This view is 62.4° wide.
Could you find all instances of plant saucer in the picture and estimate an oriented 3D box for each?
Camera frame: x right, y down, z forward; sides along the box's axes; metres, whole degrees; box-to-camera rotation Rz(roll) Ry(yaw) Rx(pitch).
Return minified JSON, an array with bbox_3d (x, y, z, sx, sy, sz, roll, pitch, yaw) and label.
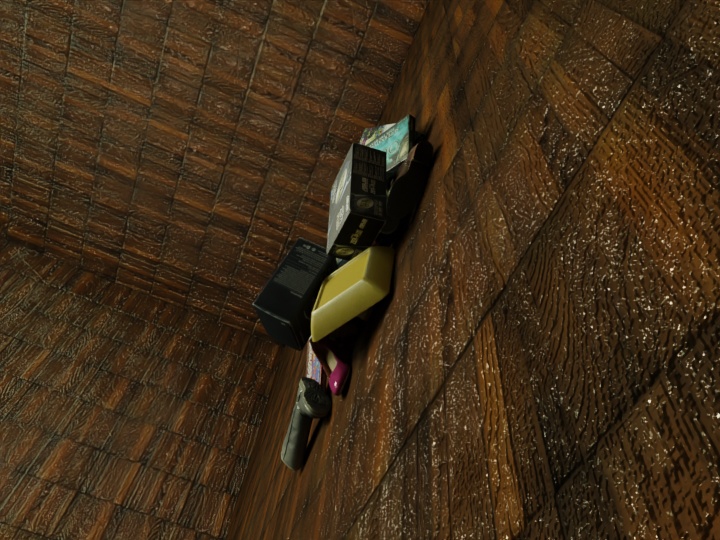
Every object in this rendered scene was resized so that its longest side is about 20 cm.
[{"bbox_3d":[-0.024,0.034,1.240,0.199,0.049,0.201,-34,19,23],"label":"plant saucer"}]

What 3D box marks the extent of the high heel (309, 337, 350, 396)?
[{"bbox_3d":[-0.076,0.209,1.305,0.200,0.095,0.068,-100,33,-77],"label":"high heel"}]

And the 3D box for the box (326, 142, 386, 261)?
[{"bbox_3d":[-0.009,-0.149,1.322,0.164,0.085,0.202,124,154,-52],"label":"box"}]

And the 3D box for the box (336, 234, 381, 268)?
[{"bbox_3d":[0.006,-0.076,1.491,0.137,0.038,0.200,-46,9,27],"label":"box"}]

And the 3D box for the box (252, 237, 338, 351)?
[{"bbox_3d":[-0.139,0.056,1.367,0.201,0.103,0.149,-57,-21,-26],"label":"box"}]

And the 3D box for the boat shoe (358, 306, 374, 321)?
[{"bbox_3d":[0.005,0.033,1.339,0.201,0.062,0.074,-83,16,-62],"label":"boat shoe"}]

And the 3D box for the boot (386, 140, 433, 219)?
[{"bbox_3d":[0.090,-0.177,1.311,0.188,0.064,0.200,-62,7,-12],"label":"boot"}]

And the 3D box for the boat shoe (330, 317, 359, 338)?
[{"bbox_3d":[-0.039,0.117,1.426,0.200,0.067,0.073,-101,15,-73],"label":"boat shoe"}]

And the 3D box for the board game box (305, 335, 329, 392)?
[{"bbox_3d":[-0.106,0.208,1.463,0.103,0.019,0.203,-149,60,-62],"label":"board game box"}]

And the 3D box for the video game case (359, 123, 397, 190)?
[{"bbox_3d":[0.037,-0.289,1.584,0.180,0.036,0.203,10,78,56],"label":"video game case"}]

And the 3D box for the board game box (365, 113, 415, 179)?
[{"bbox_3d":[0.060,-0.286,1.492,0.199,0.028,0.137,-28,49,43],"label":"board game box"}]

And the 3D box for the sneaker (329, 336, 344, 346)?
[{"bbox_3d":[-0.069,0.126,1.556,0.199,0.078,0.132,85,-163,-84],"label":"sneaker"}]

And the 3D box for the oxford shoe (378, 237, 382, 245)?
[{"bbox_3d":[0.000,0.000,1.529,0.201,0.057,0.075,-54,2,1],"label":"oxford shoe"}]

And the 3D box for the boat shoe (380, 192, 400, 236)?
[{"bbox_3d":[0.055,-0.132,1.417,0.200,0.074,0.067,-116,5,-49],"label":"boat shoe"}]

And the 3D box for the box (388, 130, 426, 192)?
[{"bbox_3d":[0.106,-0.262,1.538,0.144,0.036,0.202,-104,34,-77],"label":"box"}]

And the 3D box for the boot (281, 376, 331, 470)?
[{"bbox_3d":[-0.135,0.373,1.389,0.182,0.072,0.202,-133,63,-75],"label":"boot"}]
